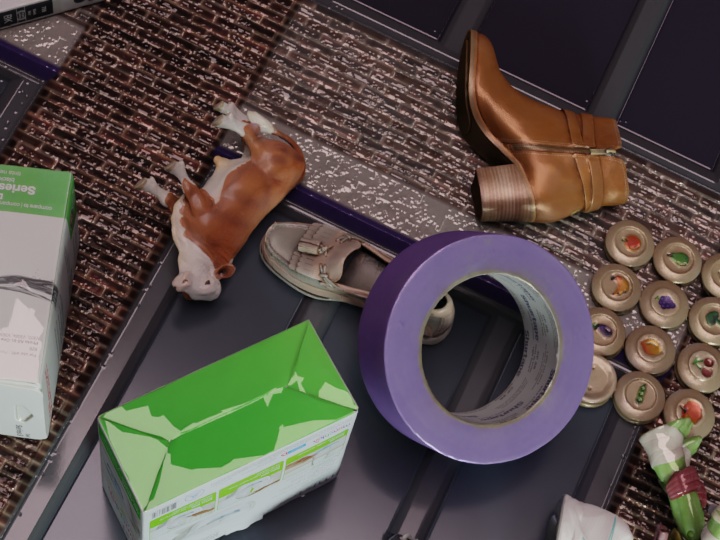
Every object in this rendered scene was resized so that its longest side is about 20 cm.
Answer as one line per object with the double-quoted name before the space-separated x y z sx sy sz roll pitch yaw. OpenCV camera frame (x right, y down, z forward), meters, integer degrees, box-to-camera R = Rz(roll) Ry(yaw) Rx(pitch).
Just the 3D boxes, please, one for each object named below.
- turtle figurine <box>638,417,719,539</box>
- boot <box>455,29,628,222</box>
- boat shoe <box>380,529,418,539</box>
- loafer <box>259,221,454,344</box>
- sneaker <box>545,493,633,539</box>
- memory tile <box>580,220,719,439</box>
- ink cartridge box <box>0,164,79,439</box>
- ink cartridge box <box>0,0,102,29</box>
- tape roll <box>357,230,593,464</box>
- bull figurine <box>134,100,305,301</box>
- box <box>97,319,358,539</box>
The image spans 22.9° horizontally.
"turtle figurine" 0.330 0.224 1.559 0.143 0.200 0.196 6 55 -42
"boot" 0.176 -0.144 1.740 0.153 0.074 0.203 -6 79 -8
"boat shoe" 0.031 0.260 1.548 0.197 0.072 0.069 -2 68 0
"loafer" 0.000 0.000 1.658 0.198 0.063 0.072 26 66 5
"sneaker" 0.194 0.297 1.548 0.079 0.071 0.202 15 65 -3
"memory tile" 0.283 0.054 1.694 0.152 0.017 0.202 19 66 2
"ink cartridge box" -0.303 0.029 1.563 0.083 0.146 0.202 7 65 -4
"ink cartridge box" -0.324 -0.302 1.767 0.198 0.039 0.100 -17 69 -12
"tape roll" 0.102 0.066 1.584 0.198 0.085 0.203 -1 93 -17
"bull figurine" -0.133 -0.066 1.662 0.122 0.065 0.200 51 58 -19
"box" -0.114 0.154 1.515 0.198 0.177 0.097 -24 71 -16
